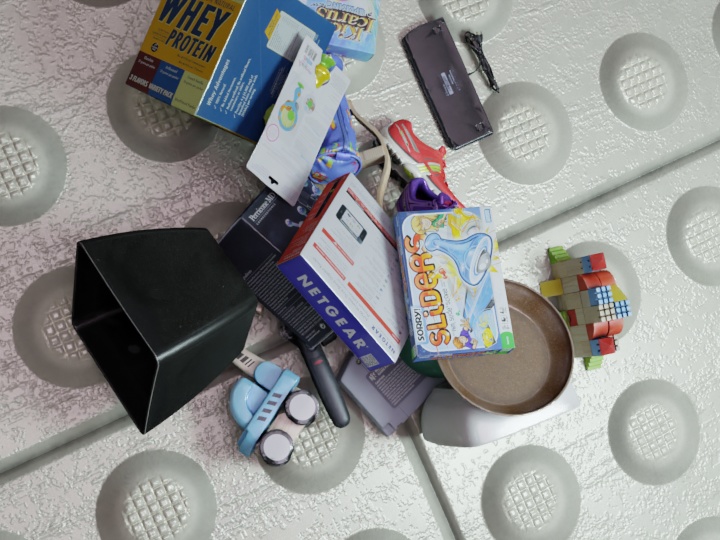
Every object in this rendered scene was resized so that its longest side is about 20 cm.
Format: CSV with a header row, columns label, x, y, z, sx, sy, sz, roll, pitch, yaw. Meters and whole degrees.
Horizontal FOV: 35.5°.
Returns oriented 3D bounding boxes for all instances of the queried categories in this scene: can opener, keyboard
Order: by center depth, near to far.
label,x,y,z,sx,sy,sz,roll,pitch,yaw
can opener,-0.059,0.129,1.596,0.078,0.063,0.201,-20,77,1
keyboard,0.154,-0.299,1.751,0.127,0.021,0.201,-24,92,-13

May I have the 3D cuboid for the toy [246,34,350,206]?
label,x,y,z,sx,sy,sz,roll,pitch,yaw
toy,-0.093,-0.203,1.516,0.115,0.047,0.201,39,73,-50

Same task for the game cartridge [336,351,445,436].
label,x,y,z,sx,sy,sz,roll,pitch,yaw
game cartridge,0.065,0.129,1.666,0.200,0.042,0.133,-43,93,-17

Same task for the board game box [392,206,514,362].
label,x,y,z,sx,sy,sz,roll,pitch,yaw
board game box,0.123,0.016,1.500,0.135,0.034,0.201,-5,73,-11

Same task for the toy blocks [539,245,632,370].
label,x,y,z,sx,sy,sz,roll,pitch,yaw
toy blocks,0.357,0.053,1.712,0.099,0.137,0.201,-10,87,-18

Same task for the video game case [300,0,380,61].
label,x,y,z,sx,sy,sz,roll,pitch,yaw
video game case,-0.066,-0.423,1.682,0.199,0.045,0.182,9,82,-16

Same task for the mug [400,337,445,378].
label,x,y,z,sx,sy,sz,roll,pitch,yaw
mug,0.143,0.067,1.619,0.185,0.114,0.152,-43,97,-17

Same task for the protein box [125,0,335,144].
label,x,y,z,sx,sy,sz,roll,pitch,yaw
protein box,-0.170,-0.292,1.512,0.135,0.200,0.199,27,95,30

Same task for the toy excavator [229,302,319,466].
label,x,y,z,sx,sy,sz,roll,pitch,yaw
toy excavator,-0.145,0.152,1.573,0.200,0.100,0.195,32,79,2

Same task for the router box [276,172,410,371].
label,x,y,z,sx,sy,sz,roll,pitch,yaw
router box,0.000,0.000,1.492,0.200,0.049,0.180,50,43,-19

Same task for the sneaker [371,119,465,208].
label,x,y,z,sx,sy,sz,roll,pitch,yaw
sneaker,0.109,-0.147,1.692,0.085,0.077,0.200,-44,98,-22

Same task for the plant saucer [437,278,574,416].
label,x,y,z,sx,sy,sz,roll,pitch,yaw
plant saucer,0.191,0.108,1.528,0.199,0.037,0.201,6,64,-12

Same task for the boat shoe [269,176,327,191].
label,x,y,z,sx,sy,sz,roll,pitch,yaw
boat shoe,-0.047,-0.111,1.639,0.200,0.071,0.065,40,74,-9

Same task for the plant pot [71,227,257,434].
label,x,y,z,sx,sy,sz,roll,pitch,yaw
plant pot,-0.252,0.057,1.477,0.177,0.200,0.200,-26,66,-31

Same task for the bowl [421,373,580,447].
label,x,y,z,sx,sy,sz,roll,pitch,yaw
bowl,0.191,0.184,1.610,0.199,0.200,0.075,-17,91,-20

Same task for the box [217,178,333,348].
label,x,y,z,sx,sy,sz,roll,pitch,yaw
box,-0.083,-0.022,1.566,0.200,0.107,0.149,41,44,-6

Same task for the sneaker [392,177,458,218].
label,x,y,z,sx,sy,sz,roll,pitch,yaw
sneaker,0.117,-0.061,1.591,0.080,0.084,0.200,-9,43,-41

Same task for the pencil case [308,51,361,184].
label,x,y,z,sx,sy,sz,roll,pitch,yaw
pencil case,-0.049,-0.225,1.613,0.078,0.087,0.201,1,63,-22

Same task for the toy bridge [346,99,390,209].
label,x,y,z,sx,sy,sz,roll,pitch,yaw
toy bridge,0.009,-0.162,1.639,0.067,0.027,0.201,-17,67,4
